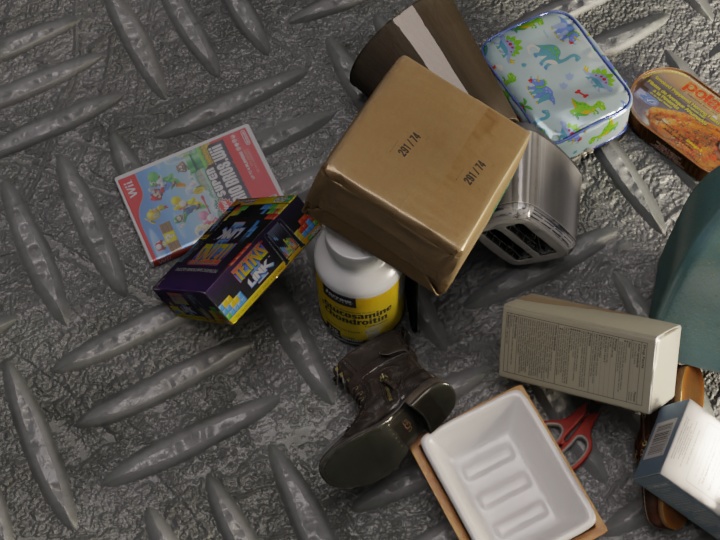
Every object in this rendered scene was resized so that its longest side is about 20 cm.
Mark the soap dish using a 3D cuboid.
[{"bbox_3d":[0.167,0.255,1.528,0.156,0.082,0.202,-25,64,-11],"label":"soap dish"}]

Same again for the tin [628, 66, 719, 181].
[{"bbox_3d":[0.449,-0.194,1.782,0.112,0.042,0.200,-43,69,-14],"label":"tin"}]

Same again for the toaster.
[{"bbox_3d":[0.201,-0.094,1.655,0.112,0.199,0.131,-12,61,32],"label":"toaster"}]

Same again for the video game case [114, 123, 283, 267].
[{"bbox_3d":[-0.212,-0.103,1.764,0.198,0.018,0.144,-23,64,-10],"label":"video game case"}]

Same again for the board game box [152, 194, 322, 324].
[{"bbox_3d":[-0.155,-0.015,1.618,0.166,0.199,0.057,-47,110,-19],"label":"board game box"}]

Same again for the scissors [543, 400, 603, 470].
[{"bbox_3d":[0.288,0.172,1.609,0.199,0.014,0.073,-37,65,-17],"label":"scissors"}]

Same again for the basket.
[{"bbox_3d":[0.111,-0.237,1.762,0.180,0.136,0.201,-40,71,8],"label":"basket"}]

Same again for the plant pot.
[{"bbox_3d":[0.461,-0.012,1.561,0.193,0.202,0.197,15,40,9],"label":"plant pot"}]

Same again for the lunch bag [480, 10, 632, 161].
[{"bbox_3d":[0.265,-0.247,1.790,0.159,0.083,0.201,-27,65,-11],"label":"lunch bag"}]

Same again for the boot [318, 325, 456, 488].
[{"bbox_3d":[0.009,0.158,1.569,0.199,0.070,0.174,-33,32,-12],"label":"boot"}]

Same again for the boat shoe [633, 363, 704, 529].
[{"bbox_3d":[0.359,0.208,1.560,0.070,0.070,0.203,-10,55,43],"label":"boat shoe"}]

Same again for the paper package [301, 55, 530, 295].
[{"bbox_3d":[0.066,-0.108,1.492,0.189,0.104,0.201,32,56,1],"label":"paper package"}]

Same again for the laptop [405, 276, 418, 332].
[{"bbox_3d":[0.098,-0.056,1.640,0.101,0.178,0.203,-7,61,-2],"label":"laptop"}]

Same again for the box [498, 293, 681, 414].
[{"bbox_3d":[0.268,0.095,1.554,0.198,0.097,0.077,14,17,33],"label":"box"}]

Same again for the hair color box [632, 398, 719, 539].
[{"bbox_3d":[0.414,0.244,1.493,0.199,0.061,0.100,35,65,-10],"label":"hair color box"}]

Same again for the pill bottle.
[{"bbox_3d":[0.000,0.000,1.600,0.110,0.201,0.114,-1,61,2],"label":"pill bottle"}]
